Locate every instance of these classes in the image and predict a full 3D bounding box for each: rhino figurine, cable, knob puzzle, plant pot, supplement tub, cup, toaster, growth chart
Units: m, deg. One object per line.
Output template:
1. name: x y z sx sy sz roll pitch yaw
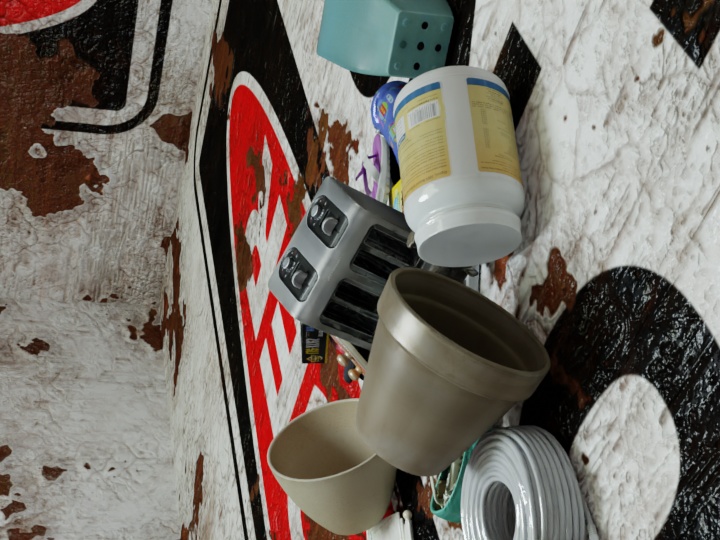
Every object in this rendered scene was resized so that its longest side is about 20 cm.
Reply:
1. rhino figurine: 0.106 -0.043 1.274 0.060 0.087 0.202 -53 30 42
2. cable: 0.171 0.270 1.089 0.201 0.068 0.202 115 151 -48
3. knob puzzle: -0.009 0.140 1.486 0.220 0.030 0.220 50 175 6
4. plant pot: 0.081 0.122 1.116 0.175 0.198 0.200 -61 28 19
5. supplement tub: 0.116 -0.121 1.191 0.145 0.143 0.202 130 139 -60
6. plant pot: 0.045 -0.350 1.458 0.200 0.140 0.143 -133 49 -55
7. cup: -0.025 0.309 1.521 0.200 0.198 0.145 -133 23 -64
8. toaster: 0.000 0.000 1.378 0.182 0.199 0.119 -59 31 11
9. growth chart: 0.045 0.434 1.512 0.200 0.018 0.147 137 132 -64

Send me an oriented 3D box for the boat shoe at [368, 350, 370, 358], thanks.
1. boat shoe: 0.058 0.139 1.385 0.065 0.073 0.200 57 -173 -16

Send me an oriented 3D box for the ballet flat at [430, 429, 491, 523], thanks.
1. ballet flat: 0.120 0.218 1.243 0.067 0.070 0.203 -140 55 -69

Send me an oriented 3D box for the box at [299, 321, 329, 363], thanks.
1. box: -0.078 0.047 1.659 0.200 0.049 0.162 98 170 -66

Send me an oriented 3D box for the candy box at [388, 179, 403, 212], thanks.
1. candy box: 0.071 -0.038 1.493 0.102 0.026 0.202 133 137 -67

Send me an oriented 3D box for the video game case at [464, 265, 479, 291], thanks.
1. video game case: 0.118 0.086 1.351 0.143 0.018 0.203 178 95 -72

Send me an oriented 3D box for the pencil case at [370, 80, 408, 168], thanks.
1. pencil case: 0.070 -0.198 1.438 0.087 0.078 0.201 -48 32 15

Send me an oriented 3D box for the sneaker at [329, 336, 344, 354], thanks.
1. sneaker: -0.018 0.042 1.656 0.087 0.073 0.203 -111 19 -78

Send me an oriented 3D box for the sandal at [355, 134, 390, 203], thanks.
1. sandal: 0.017 -0.144 1.583 0.083 0.049 0.204 105 169 -51

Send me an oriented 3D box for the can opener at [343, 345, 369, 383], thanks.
1. can opener: 0.007 0.120 1.599 0.201 0.063 0.079 117 149 -49
